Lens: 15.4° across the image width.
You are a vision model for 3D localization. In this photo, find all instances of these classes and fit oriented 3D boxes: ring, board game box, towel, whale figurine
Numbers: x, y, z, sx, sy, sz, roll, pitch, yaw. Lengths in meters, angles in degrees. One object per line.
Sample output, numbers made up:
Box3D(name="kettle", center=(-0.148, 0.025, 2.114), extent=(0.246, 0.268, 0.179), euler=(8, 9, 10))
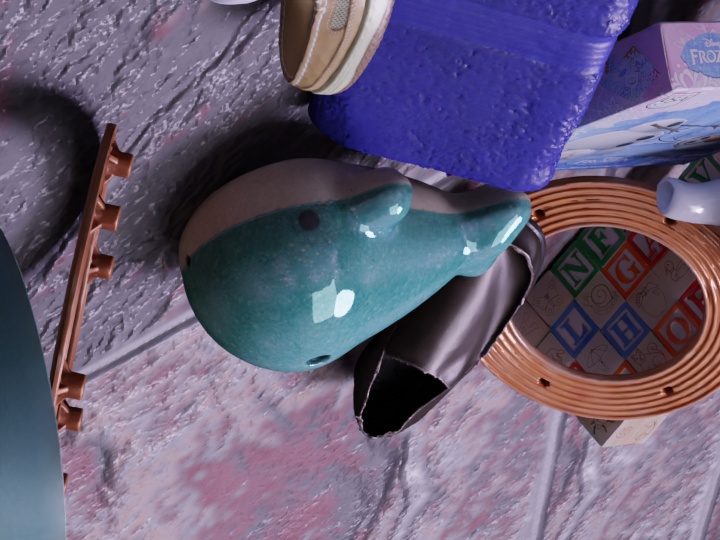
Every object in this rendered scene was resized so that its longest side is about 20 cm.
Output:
Box3D(name="ring", center=(-0.139, 0.025, 1.337), extent=(0.019, 0.201, 0.201), euler=(12, 141, -4))
Box3D(name="ring", center=(0.158, 0.017, 1.723), extent=(0.019, 0.200, 0.201), euler=(-76, -170, -48))
Box3D(name="board game box", center=(0.182, -0.099, 1.553), extent=(0.199, 0.044, 0.199), euler=(-5, 170, -38))
Box3D(name="towel", center=(0.063, -0.135, 1.415), extent=(0.147, 0.050, 0.200), euler=(15, 136, -7))
Box3D(name="whale figurine", center=(0.000, 0.000, 1.492), extent=(0.199, 0.104, 0.159), euler=(-4, 158, -22))

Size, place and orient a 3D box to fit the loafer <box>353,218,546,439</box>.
Box3D(name="loafer", center=(0.055, 0.040, 1.693), extent=(0.200, 0.073, 0.071), euler=(-59, -171, 38))

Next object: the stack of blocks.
Box3D(name="stack of blocks", center=(0.203, 0.010, 1.814), extent=(0.058, 0.115, 0.200), euler=(0, 134, -54))

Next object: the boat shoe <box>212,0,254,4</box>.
Box3D(name="boat shoe", center=(-0.043, -0.205, 1.187), extent=(0.086, 0.075, 0.202), euler=(-6, 137, -49))

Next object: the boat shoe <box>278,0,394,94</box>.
Box3D(name="boat shoe", center=(-0.022, -0.168, 1.300), extent=(0.076, 0.072, 0.200), euler=(-7, 135, -25))

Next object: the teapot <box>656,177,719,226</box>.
Box3D(name="teapot", center=(0.310, -0.001, 1.588), extent=(0.200, 0.198, 0.146), euler=(-19, -175, 38))

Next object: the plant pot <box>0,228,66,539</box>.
Box3D(name="plant pot", center=(-0.244, 0.081, 1.268), extent=(0.160, 0.201, 0.201), euler=(-8, 145, -20))
